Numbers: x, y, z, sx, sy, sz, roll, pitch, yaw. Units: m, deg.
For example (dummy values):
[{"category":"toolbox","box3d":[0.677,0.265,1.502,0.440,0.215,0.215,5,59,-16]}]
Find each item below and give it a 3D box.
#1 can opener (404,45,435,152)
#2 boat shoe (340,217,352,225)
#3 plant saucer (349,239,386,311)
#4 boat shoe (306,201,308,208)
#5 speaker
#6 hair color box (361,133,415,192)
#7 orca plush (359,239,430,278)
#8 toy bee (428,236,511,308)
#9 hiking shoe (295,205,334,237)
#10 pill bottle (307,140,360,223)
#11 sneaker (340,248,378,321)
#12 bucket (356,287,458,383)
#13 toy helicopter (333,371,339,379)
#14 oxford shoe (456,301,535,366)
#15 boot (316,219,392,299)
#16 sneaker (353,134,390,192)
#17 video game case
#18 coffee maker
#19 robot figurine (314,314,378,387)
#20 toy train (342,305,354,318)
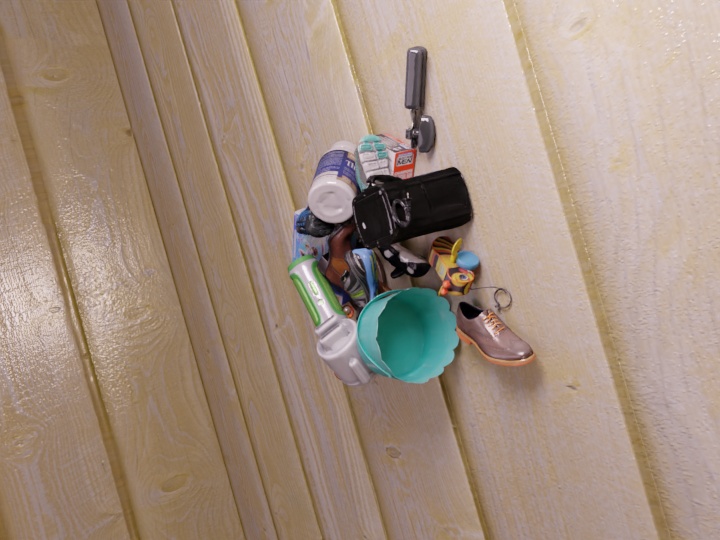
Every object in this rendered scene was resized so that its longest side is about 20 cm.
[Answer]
[{"category":"can opener","box3d":[0.119,-0.339,1.251,0.066,0.053,0.203,5,114,20]},{"category":"boat shoe","box3d":[-0.053,-0.145,1.582,0.199,0.071,0.073,-30,77,52]},{"category":"plant saucer","box3d":[0.009,0.016,1.587,0.200,0.032,0.203,32,130,48]},{"category":"boat shoe","box3d":[-0.086,-0.208,1.607,0.200,0.065,0.073,-42,68,56]},{"category":"speaker","box3d":[-0.105,0.064,1.563,0.202,0.088,0.088,61,146,12]},{"category":"hair color box","box3d":[0.057,-0.187,1.391,0.111,0.063,0.202,39,136,43]},{"category":"orca plush","box3d":[0.070,-0.021,1.375,0.199,0.105,0.072,29,99,33]},{"category":"toy bee","box3d":[0.187,0.002,1.225,0.199,0.108,0.133,25,122,51]},{"category":"hiking shoe","box3d":[-0.112,-0.106,1.475,0.075,0.086,0.200,50,-168,-13]},{"category":"pill bottle","box3d":[-0.050,-0.209,1.430,0.201,0.109,0.112,-79,5,-48]},{"category":"sneaker","box3d":[-0.003,0.033,1.422,0.081,0.071,0.202,5,128,14]},{"category":"bucket","box3d":[0.094,0.140,1.353,0.134,0.205,0.210,-20,87,64]},{"category":"toy helicopter","box3d":[0.024,0.201,1.559,0.197,0.079,0.134,0,101,23]},{"category":"oxford shoe","box3d":[0.249,0.119,1.199,0.199,0.071,0.074,27,136,51]},{"category":"boot","box3d":[0.000,0.000,1.477,0.200,0.068,0.189,42,128,12]},{"category":"sneaker","box3d":[0.030,-0.181,1.329,0.091,0.077,0.203,-171,71,-72]},{"category":"video game case","box3d":[-0.097,-0.035,1.615,0.180,0.045,0.202,25,125,29]},{"category":"coffee maker","box3d":[0.113,-0.116,1.201,0.191,0.198,0.137,26,127,54]},{"category":"robot figurine","box3d":[-0.023,0.192,1.447,0.201,0.112,0.170,53,-175,-35]},{"category":"toy train","box3d":[-0.032,0.134,1.680,0.201,0.055,0.150,58,173,1]}]
